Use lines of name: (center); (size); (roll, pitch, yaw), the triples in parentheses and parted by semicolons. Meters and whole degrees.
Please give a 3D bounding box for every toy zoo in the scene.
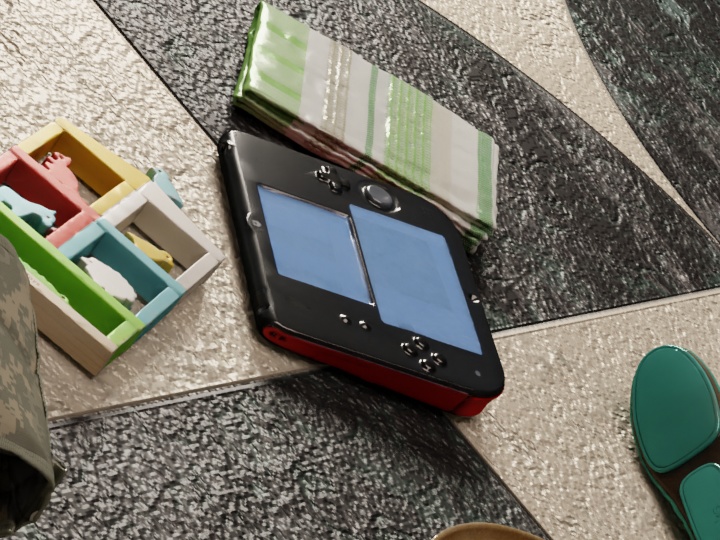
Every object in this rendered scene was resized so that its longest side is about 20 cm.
toy zoo: (-0.155, -0.022, 1.597); (0.131, 0.020, 0.200); (40, 27, 2)

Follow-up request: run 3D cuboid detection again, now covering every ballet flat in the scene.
ballet flat: (0.225, 0.135, 1.796); (0.070, 0.067, 0.200); (49, 16, -41)

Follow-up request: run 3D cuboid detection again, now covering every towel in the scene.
towel: (0.005, -0.098, 1.913); (0.200, 0.031, 0.149); (30, 26, -12)

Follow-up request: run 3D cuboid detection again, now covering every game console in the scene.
game console: (0.000, 0.000, 1.746); (0.177, 0.031, 0.200); (23, 30, -28)

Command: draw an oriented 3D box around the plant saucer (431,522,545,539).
plant saucer: (0.104, 0.224, 1.524); (0.200, 0.035, 0.200); (29, 29, -17)

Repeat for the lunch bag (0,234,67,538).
lunch bag: (-0.238, 0.040, 1.296); (0.200, 0.118, 0.164); (19, 32, -25)
